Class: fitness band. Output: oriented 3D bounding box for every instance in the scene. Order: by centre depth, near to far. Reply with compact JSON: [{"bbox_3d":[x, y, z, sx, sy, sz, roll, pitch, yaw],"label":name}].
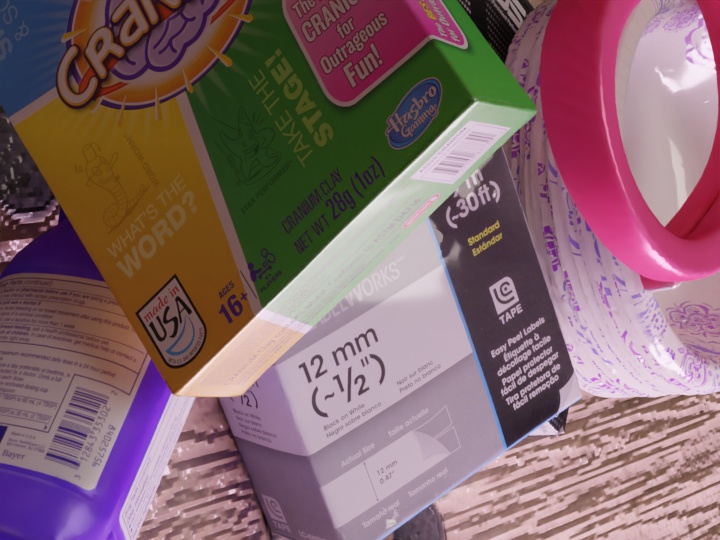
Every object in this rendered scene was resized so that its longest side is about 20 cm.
[{"bbox_3d":[0.138,-0.077,0.935,0.200,0.037,0.144,-47,123,-50],"label":"fitness band"}]

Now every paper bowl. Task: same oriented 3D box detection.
[{"bbox_3d":[0.123,-0.038,1.030,0.201,0.104,0.201,10,78,-55],"label":"paper bowl"}]

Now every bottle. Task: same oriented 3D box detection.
[{"bbox_3d":[-0.098,0.026,0.779,0.065,0.083,0.200,79,25,-50],"label":"bottle"}]

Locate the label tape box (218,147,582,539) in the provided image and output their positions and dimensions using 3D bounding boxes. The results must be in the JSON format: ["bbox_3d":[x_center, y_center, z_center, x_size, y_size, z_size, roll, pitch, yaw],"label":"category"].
[{"bbox_3d":[0.000,0.000,0.909,0.143,0.066,0.200,-31,115,-29],"label":"label tape box"}]

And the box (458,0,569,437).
[{"bbox_3d":[0.060,-0.045,1.070,0.200,0.047,0.193,46,51,-43],"label":"box"}]

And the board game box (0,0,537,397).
[{"bbox_3d":[-0.053,-0.081,0.729,0.040,0.153,0.200,4,47,-56],"label":"board game box"}]
